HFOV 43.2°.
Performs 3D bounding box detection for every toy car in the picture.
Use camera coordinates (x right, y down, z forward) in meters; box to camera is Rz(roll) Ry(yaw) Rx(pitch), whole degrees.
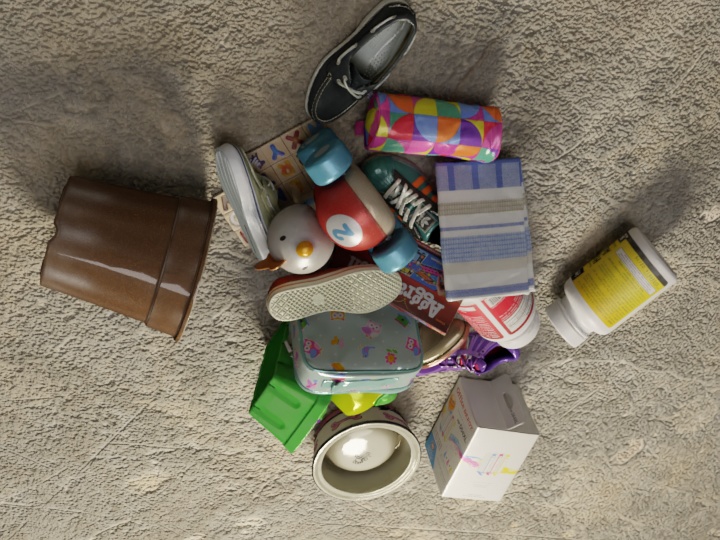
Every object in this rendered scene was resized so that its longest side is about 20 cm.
[{"bbox_3d":[-0.059,-0.052,1.226,0.199,0.177,0.185,-38,110,3],"label":"toy car"}]

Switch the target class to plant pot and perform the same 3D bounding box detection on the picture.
[{"bbox_3d":[-0.313,-0.027,1.221,0.196,0.201,0.202,16,122,-14],"label":"plant pot"}]

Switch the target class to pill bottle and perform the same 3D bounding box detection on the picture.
[{"bbox_3d":[0.207,0.041,1.431,0.112,0.113,0.200,-33,135,12],"label":"pill bottle"},{"bbox_3d":[0.403,0.033,1.480,0.200,0.112,0.111,-41,125,17],"label":"pill bottle"}]

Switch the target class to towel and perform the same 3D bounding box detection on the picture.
[{"bbox_3d":[0.179,-0.059,1.311,0.145,0.024,0.203,-6,91,-19],"label":"towel"}]

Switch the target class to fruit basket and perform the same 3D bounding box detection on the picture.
[{"bbox_3d":[-0.052,0.176,1.412,0.213,0.217,0.156,19,126,-25],"label":"fruit basket"}]

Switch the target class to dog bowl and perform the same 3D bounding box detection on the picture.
[{"bbox_3d":[0.005,0.316,1.620,0.197,0.074,0.202,-7,128,-9],"label":"dog bowl"}]

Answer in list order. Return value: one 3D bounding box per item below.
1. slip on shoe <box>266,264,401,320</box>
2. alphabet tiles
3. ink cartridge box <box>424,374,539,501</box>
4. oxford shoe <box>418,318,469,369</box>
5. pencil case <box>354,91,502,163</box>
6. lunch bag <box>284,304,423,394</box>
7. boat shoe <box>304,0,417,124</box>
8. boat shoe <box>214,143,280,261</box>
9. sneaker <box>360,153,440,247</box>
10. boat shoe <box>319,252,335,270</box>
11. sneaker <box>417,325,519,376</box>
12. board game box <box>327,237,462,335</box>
[{"bbox_3d":[-0.038,0.024,1.286,0.197,0.061,0.075,-9,118,-11],"label":"slip on shoe"},{"bbox_3d":[-0.106,-0.115,1.311,0.198,0.008,0.168,-27,128,7],"label":"alphabet tiles"},{"bbox_3d":[0.217,0.291,1.618,0.123,0.129,0.202,9,123,-19],"label":"ink cartridge box"},{"bbox_3d":[0.080,0.115,1.466,0.198,0.071,0.075,-24,125,26],"label":"oxford shoe"},{"bbox_3d":[0.097,-0.197,1.254,0.197,0.089,0.089,5,125,-15],"label":"pencil case"},{"bbox_3d":[-0.011,0.105,1.336,0.197,0.162,0.077,1,148,-17],"label":"lunch bag"},{"bbox_3d":[-0.002,-0.266,1.188,0.075,0.061,0.201,25,117,-28],"label":"boat shoe"},{"bbox_3d":[-0.148,-0.101,1.275,0.062,0.072,0.202,-33,135,-17],"label":"boat shoe"},{"bbox_3d":[0.084,-0.095,1.323,0.199,0.080,0.071,32,114,-28],"label":"sneaker"},{"bbox_3d":[0.000,-0.001,1.383,0.198,0.061,0.072,-4,155,-9],"label":"boat shoe"},{"bbox_3d":[0.172,0.139,1.521,0.197,0.084,0.081,-14,128,-2],"label":"sneaker"},{"bbox_3d":[0.060,0.001,1.331,0.198,0.019,0.104,28,80,7],"label":"board game box"}]
